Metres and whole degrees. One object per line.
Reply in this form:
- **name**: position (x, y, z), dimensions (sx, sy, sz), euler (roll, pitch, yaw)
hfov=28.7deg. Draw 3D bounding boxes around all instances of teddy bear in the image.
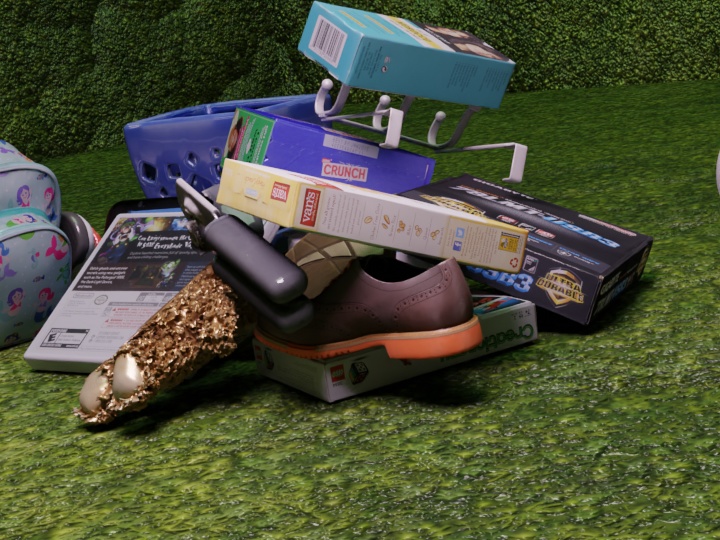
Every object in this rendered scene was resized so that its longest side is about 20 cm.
- **teddy bear**: position (-0.138, 0.057, 1.101), dimensions (0.144, 0.067, 0.200), euler (-36, 7, 32)

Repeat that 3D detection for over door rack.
- **over door rack**: position (0.057, -0.144, 1.332), dimensions (0.146, 0.068, 0.200), euler (12, 9, -24)

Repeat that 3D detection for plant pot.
- **plant pot**: position (-0.149, -0.113, 1.739), dimensions (0.197, 0.183, 0.200), euler (-2, 13, 25)

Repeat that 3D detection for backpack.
- **backpack**: position (-0.375, -0.022, 1.393), dimensions (0.150, 0.203, 0.176), euler (27, 30, 37)

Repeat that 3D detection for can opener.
- **can opener**: position (-0.083, -0.022, 1.072), dimensions (0.066, 0.054, 0.200), euler (-27, 37, -21)

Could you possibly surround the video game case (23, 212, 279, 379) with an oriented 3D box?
- **video game case**: position (-0.187, 0.018, 1.269), dimensions (0.198, 0.023, 0.183), euler (0, 48, 36)

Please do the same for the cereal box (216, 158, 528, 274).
- **cereal box**: position (0.007, -0.040, 1.058), dimensions (0.198, 0.040, 0.143), euler (12, 4, -29)

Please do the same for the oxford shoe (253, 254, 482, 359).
- **oxford shoe**: position (0.000, 0.022, 1.038), dimensions (0.198, 0.074, 0.071), euler (-3, 14, 35)

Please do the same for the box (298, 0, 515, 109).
- **box**: position (0.046, -0.198, 1.304), dimensions (0.198, 0.050, 0.082), euler (2, 29, -42)

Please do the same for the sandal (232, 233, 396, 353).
- **sandal**: position (-0.042, 0.019, 1.210), dimensions (0.199, 0.081, 0.054), euler (-31, -45, 31)

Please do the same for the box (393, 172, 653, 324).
- **box**: position (0.142, -0.026, 1.246), dimensions (0.198, 0.050, 0.198), euler (22, 19, 20)

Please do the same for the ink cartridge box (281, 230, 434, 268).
- **ink cartridge box**: position (0.000, 0.000, 1.346), dimensions (0.114, 0.069, 0.200), euler (-7, 11, -15)

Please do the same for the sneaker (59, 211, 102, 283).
- **sneaker**: position (-0.291, -0.020, 1.531), dimensions (0.107, 0.068, 0.201), euler (-11, -15, -28)

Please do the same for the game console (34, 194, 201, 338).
- **game console**: position (-0.199, 0.000, 1.360), dimensions (0.197, 0.121, 0.172), euler (-3, 11, 26)

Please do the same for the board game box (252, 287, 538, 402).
- **board game box**: position (0.028, 0.054, 1.140), dimensions (0.198, 0.035, 0.126), euler (-14, 14, -28)

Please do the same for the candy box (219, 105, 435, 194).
- **candy box**: position (-0.038, -0.105, 1.409), dimensions (0.167, 0.078, 0.200), euler (14, 4, -17)

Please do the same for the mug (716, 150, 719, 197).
- **mug**: position (0.406, -0.069, 1.240), dimensions (0.184, 0.151, 0.153), euler (-11, 17, 19)
